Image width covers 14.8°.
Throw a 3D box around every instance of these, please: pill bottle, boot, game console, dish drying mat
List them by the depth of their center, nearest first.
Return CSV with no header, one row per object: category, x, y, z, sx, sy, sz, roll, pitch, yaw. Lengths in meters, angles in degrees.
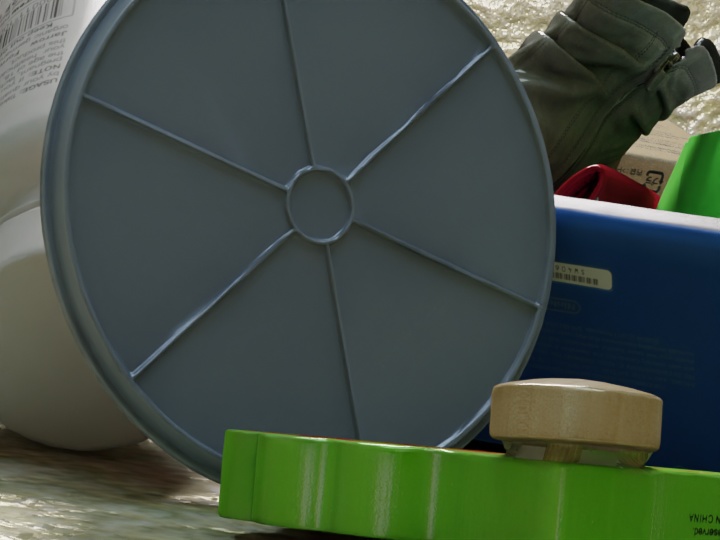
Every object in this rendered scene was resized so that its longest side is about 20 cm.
pill bottle,-0.095,-0.029,1.039,0.114,0.115,0.200,7,35,-4
game console,0.098,0.028,1.078,0.199,0.171,0.118,9,31,24
boot,0.068,-0.084,1.178,0.068,0.131,0.200,47,14,34
dish drying mat,0.099,-0.006,1.205,0.018,0.077,0.200,33,5,15

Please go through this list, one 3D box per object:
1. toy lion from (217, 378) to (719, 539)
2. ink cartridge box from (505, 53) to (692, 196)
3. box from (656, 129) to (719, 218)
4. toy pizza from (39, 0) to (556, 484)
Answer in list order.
toy lion,0.066,0.070,0.838,0.199,0.069,0.192,7,-4,-27
ink cartridge box,0.080,-0.061,1.480,0.199,0.075,0.165,7,19,-33
box,0.221,0.013,1.159,0.176,0.097,0.200,25,-4,-8
toy pizza,-0.021,-0.020,0.951,0.200,0.201,0.032,5,-9,-29
